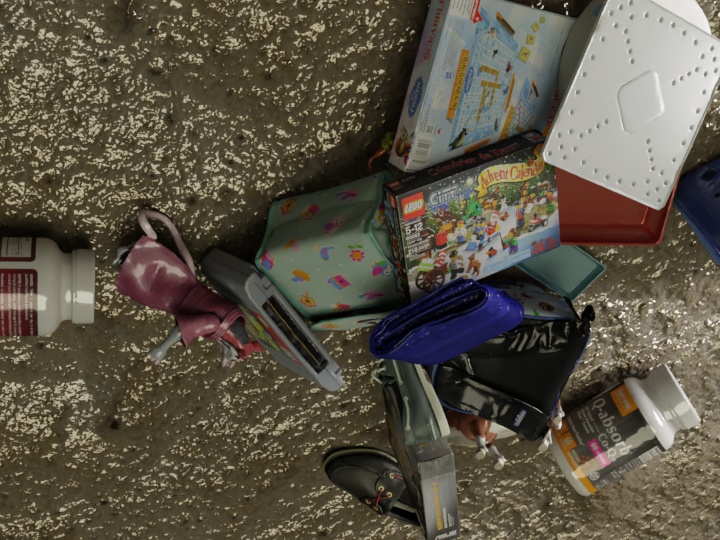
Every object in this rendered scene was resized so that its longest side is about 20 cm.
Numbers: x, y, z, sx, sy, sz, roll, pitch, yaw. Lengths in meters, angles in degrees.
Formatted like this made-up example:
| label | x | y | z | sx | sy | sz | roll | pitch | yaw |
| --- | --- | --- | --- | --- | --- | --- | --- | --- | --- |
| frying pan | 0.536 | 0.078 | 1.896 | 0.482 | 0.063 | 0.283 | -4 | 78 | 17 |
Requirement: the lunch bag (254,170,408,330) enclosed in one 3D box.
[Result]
| label | x | y | z | sx | sy | sz | roll | pitch | yaw |
| --- | --- | --- | --- | --- | --- | --- | --- | --- | --- |
| lunch bag | 0.000 | 0.000 | 1.428 | 0.169 | 0.122 | 0.200 | -12 | 134 | 29 |

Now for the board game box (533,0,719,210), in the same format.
| label | x | y | z | sx | sy | sz | roll | pitch | yaw |
| --- | --- | --- | --- | --- | --- | --- | --- | --- | --- |
| board game box | 0.301 | -0.188 | 1.337 | 0.199 | 0.026 | 0.201 | 17 | 99 | -34 |

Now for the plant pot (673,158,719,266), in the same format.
| label | x | y | z | sx | sy | sz | roll | pitch | yaw |
| --- | --- | --- | --- | --- | --- | --- | --- | --- | --- |
| plant pot | 0.533 | -0.052 | 1.508 | 0.180 | 0.200 | 0.200 | -41 | 124 | 9 |

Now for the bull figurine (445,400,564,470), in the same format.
| label | x | y | z | sx | sy | sz | roll | pitch | yaw |
| --- | --- | --- | --- | --- | --- | --- | --- | --- | --- |
| bull figurine | 0.186 | 0.211 | 1.665 | 0.199 | 0.122 | 0.065 | -27 | 127 | -1 |

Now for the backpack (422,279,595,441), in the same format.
| label | x | y | z | sx | sy | sz | roll | pitch | yaw |
| --- | --- | --- | --- | --- | --- | --- | --- | --- | --- |
| backpack | 0.174 | 0.099 | 1.554 | 0.189 | 0.154 | 0.201 | 7 | 115 | -25 |

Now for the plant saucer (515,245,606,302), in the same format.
| label | x | y | z | sx | sy | sz | roll | pitch | yaw |
| --- | --- | --- | --- | --- | --- | --- | --- | --- | --- |
| plant saucer | 0.228 | -0.028 | 1.557 | 0.199 | 0.019 | 0.070 | 31 | 113 | -31 |

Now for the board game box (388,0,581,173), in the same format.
| label | x | y | z | sx | sy | sz | roll | pitch | yaw |
| --- | --- | --- | --- | --- | --- | --- | --- | --- | --- |
| board game box | 0.146 | -0.196 | 1.332 | 0.198 | 0.041 | 0.201 | 7 | 107 | -32 |

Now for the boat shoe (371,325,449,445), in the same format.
| label | x | y | z | sx | sy | sz | roll | pitch | yaw |
| --- | --- | --- | --- | --- | --- | --- | --- | --- | --- |
| boat shoe | 0.045 | 0.126 | 1.515 | 0.061 | 0.201 | 0.073 | -24 | 157 | -4 |

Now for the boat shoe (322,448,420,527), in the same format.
| label | x | y | z | sx | sy | sz | roll | pitch | yaw |
| --- | --- | --- | --- | --- | --- | --- | --- | --- | --- |
| boat shoe | 0.037 | 0.312 | 1.734 | 0.201 | 0.063 | 0.074 | 26 | 118 | -27 |

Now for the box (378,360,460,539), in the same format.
| label | x | y | z | sx | sy | sz | roll | pitch | yaw |
| --- | --- | --- | --- | --- | --- | --- | --- | --- | --- |
| box | 0.077 | 0.234 | 1.596 | 0.048 | 0.200 | 0.159 | -14 | 129 | -7 |

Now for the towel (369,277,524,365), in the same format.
| label | x | y | z | sx | sy | sz | roll | pitch | yaw |
| --- | --- | --- | --- | --- | --- | --- | --- | --- | --- |
| towel | 0.099 | 0.057 | 1.371 | 0.147 | 0.050 | 0.200 | -26 | 164 | 15 |

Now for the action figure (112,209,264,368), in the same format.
| label | x | y | z | sx | sy | sz | roll | pitch | yaw |
| --- | --- | --- | --- | --- | --- | --- | --- | --- | --- |
| action figure | -0.187 | 0.037 | 1.411 | 0.150 | 0.199 | 0.134 | -64 | 161 | 11 |

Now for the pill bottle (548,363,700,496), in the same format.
| label | x | y | z | sx | sy | sz | roll | pitch | yaw |
| --- | --- | --- | --- | --- | --- | --- | --- | --- | --- |
| pill bottle | 0.370 | 0.223 | 1.716 | 0.199 | 0.117 | 0.116 | -34 | 127 | 11 |

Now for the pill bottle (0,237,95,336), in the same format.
| label | x | y | z | sx | sy | sz | roll | pitch | yaw |
| --- | --- | --- | --- | --- | --- | --- | --- | --- | --- |
| pill bottle | -0.403 | 0.019 | 1.373 | 0.199 | 0.113 | 0.114 | 0 | 126 | -14 |

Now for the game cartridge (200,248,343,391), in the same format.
| label | x | y | z | sx | sy | sz | roll | pitch | yaw |
| --- | --- | --- | --- | --- | --- | --- | --- | --- | --- |
| game cartridge | -0.110 | 0.060 | 1.466 | 0.041 | 0.133 | 0.200 | -44 | 123 | -12 |

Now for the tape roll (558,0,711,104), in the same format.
| label | x | y | z | sx | sy | sz | roll | pitch | yaw |
| --- | --- | --- | --- | --- | --- | --- | --- | --- | --- |
| tape roll | 0.313 | -0.224 | 1.368 | 0.202 | 0.037 | 0.204 | -11 | 113 | -27 |

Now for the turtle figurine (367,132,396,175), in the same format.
| label | x | y | z | sx | sy | sz | roll | pitch | yaw |
| --- | --- | --- | --- | --- | --- | --- | --- | --- | --- |
| turtle figurine | 0.117 | -0.155 | 1.407 | 0.199 | 0.065 | 0.162 | 13 | 114 | -12 |

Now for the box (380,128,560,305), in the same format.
| label | x | y | z | sx | sy | sz | roll | pitch | yaw |
| --- | --- | --- | --- | --- | --- | --- | --- | --- | --- |
| box | 0.125 | -0.059 | 1.333 | 0.199 | 0.038 | 0.137 | -21 | 122 | -19 |

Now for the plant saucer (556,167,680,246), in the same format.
| label | x | y | z | sx | sy | sz | roll | pitch | yaw |
| --- | --- | --- | --- | --- | --- | --- | --- | --- | --- |
| plant saucer | 0.294 | -0.127 | 1.479 | 0.198 | 0.037 | 0.201 | 0 | 120 | -14 |
